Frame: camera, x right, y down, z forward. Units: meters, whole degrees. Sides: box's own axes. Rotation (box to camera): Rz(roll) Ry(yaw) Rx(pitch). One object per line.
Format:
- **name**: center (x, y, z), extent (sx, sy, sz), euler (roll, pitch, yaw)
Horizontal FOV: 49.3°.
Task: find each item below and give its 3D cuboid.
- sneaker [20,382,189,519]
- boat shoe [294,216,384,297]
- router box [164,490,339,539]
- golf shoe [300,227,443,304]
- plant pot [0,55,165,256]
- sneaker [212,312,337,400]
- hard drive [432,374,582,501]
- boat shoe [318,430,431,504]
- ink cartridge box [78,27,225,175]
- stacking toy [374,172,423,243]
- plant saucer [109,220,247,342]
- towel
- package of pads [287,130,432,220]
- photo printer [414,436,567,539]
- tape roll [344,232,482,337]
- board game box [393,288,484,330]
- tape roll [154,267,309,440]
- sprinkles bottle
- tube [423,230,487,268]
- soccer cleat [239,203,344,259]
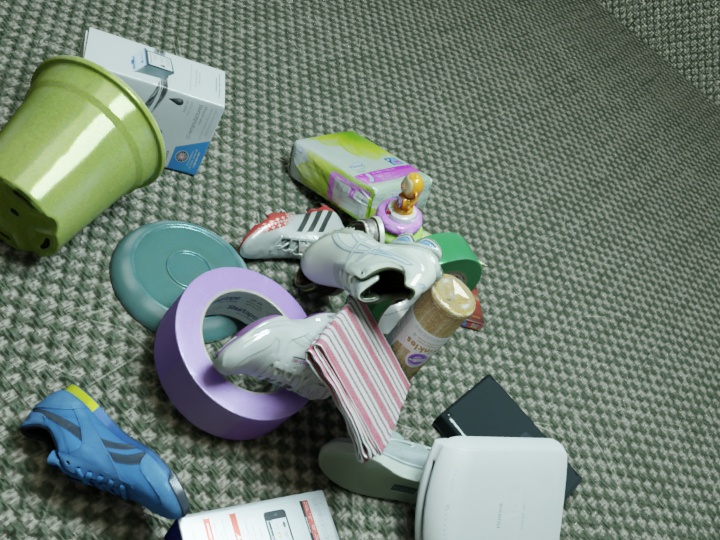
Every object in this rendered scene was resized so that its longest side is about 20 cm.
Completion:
- **sneaker**: center (-0.262, 0.199, 0.797), extent (0.199, 0.067, 0.078), euler (34, 46, 18)
- **boat shoe**: center (-0.031, -0.017, 1.076), extent (0.059, 0.200, 0.073), euler (3, 68, -26)
- **router box**: center (-0.091, 0.341, 0.807), extent (0.177, 0.049, 0.202), euler (1, 52, -34)
- **golf shoe**: center (0.000, 0.000, 0.964), extent (0.097, 0.197, 0.079), euler (-51, 131, -50)
- **plant pot**: center (-0.373, -0.126, 0.962), extent (0.199, 0.201, 0.185), euler (32, 51, -4)
- **sneaker**: center (-0.077, 0.104, 0.910), extent (0.198, 0.075, 0.101), euler (-5, 64, -45)
- **hard drive**: center (0.210, 0.255, 1.111), extent (0.200, 0.033, 0.139), euler (49, 42, 14)
- **boat shoe**: center (0.034, 0.238, 0.984), extent (0.199, 0.070, 0.072), euler (22, 37, -24)
- **ink cartridge box**: center (-0.309, -0.237, 1.125), extent (0.197, 0.147, 0.087), euler (12, 47, -25)
- **stacking toy**: center (0.054, -0.062, 1.144), extent (0.108, 0.202, 0.117), euler (-2, 49, -17)
- **plant saucer**: center (-0.230, 0.005, 1.045), extent (0.197, 0.028, 0.202), euler (19, 44, -19)
- **towel**: center (0.000, 0.118, 0.930), extent (0.148, 0.030, 0.200), euler (62, 20, -8)
- **package of pads**: center (-0.005, -0.155, 1.282), extent (0.199, 0.069, 0.153), euler (35, 35, 32)
- **photo printer**: center (0.156, 0.287, 0.959), extent (0.197, 0.069, 0.169), euler (9, 88, -29)
- **tape roll**: center (0.075, 0.029, 1.100), extent (0.198, 0.201, 0.049), euler (-8, 56, -39)
- **board game box**: center (0.105, 0.029, 1.263), extent (0.197, 0.020, 0.104), euler (16, 45, -22)
- **tape roll**: center (-0.147, 0.099, 0.958), extent (0.198, 0.066, 0.203), euler (24, 47, -28)
- **sprinkles bottle**: center (0.072, 0.091, 1.039), extent (0.067, 0.201, 0.069), euler (20, 41, -19)
- **tube**: center (0.107, -0.038, 1.283), extent (0.197, 0.052, 0.058), euler (23, 28, -5)
- **soccer cleat**: center (-0.092, -0.045, 1.160), extent (0.085, 0.069, 0.199), euler (47, 37, 19)
